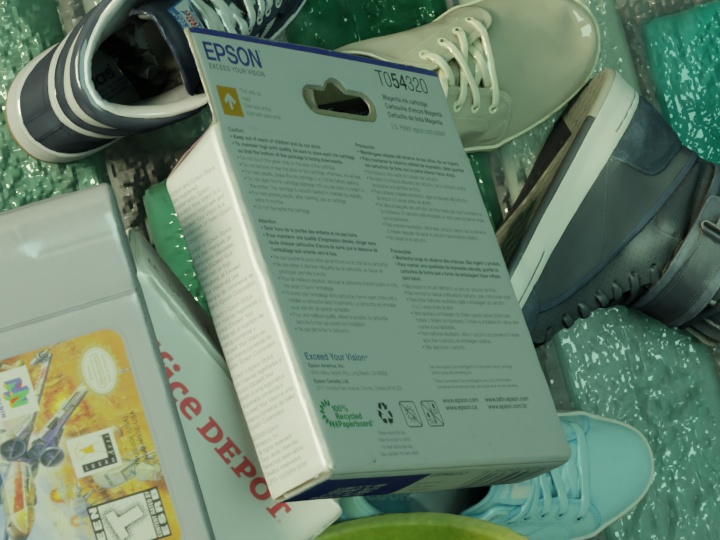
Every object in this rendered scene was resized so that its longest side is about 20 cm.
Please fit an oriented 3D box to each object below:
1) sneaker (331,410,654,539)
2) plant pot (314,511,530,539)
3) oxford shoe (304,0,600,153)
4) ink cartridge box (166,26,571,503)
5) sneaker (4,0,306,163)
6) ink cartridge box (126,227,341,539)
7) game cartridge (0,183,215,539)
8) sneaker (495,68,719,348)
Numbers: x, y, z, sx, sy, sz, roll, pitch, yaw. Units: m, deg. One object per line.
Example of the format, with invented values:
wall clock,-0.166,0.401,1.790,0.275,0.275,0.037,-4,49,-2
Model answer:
sneaker,0.066,0.107,1.153,0.198,0.082,0.075,-7,87,-24
plant pot,0.018,0.242,1.054,0.199,0.200,0.186,-29,121,-24
oxford shoe,0.041,-0.093,1.181,0.199,0.058,0.076,-17,88,-26
ink cartridge box,0.000,0.000,1.049,0.196,0.043,0.202,4,62,-55
sneaker,-0.070,-0.124,1.107,0.200,0.108,0.070,-41,101,-22
ink cartridge box,-0.128,0.103,1.027,0.200,0.086,0.148,-39,103,1
game cartridge,-0.135,0.079,0.961,0.132,0.042,0.202,-18,102,-7
sneaker,0.129,0.019,1.194,0.146,0.077,0.203,38,69,-12
